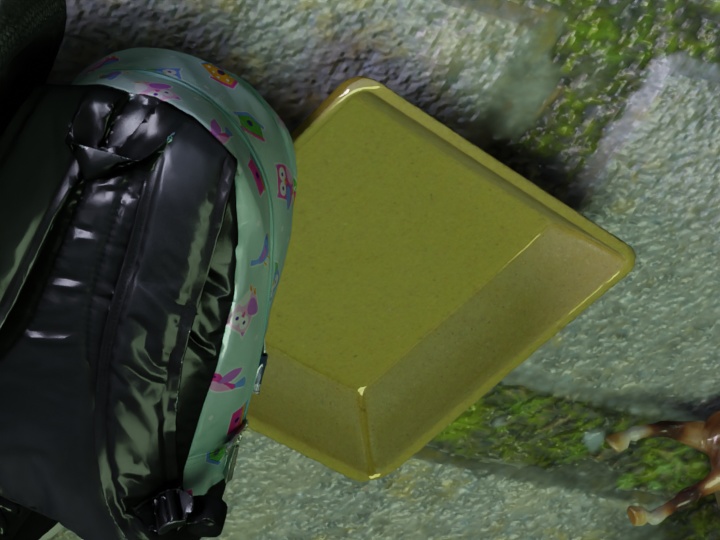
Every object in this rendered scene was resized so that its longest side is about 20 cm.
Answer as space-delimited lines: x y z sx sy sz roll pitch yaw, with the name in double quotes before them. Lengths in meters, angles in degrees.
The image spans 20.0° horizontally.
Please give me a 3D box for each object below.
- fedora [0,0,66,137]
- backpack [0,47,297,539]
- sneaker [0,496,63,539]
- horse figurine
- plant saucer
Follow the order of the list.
"fedora" -0.206 -0.055 0.839 0.091 0.201 0.201 34 123 0
"backpack" -0.107 0.004 0.884 0.165 0.127 0.202 20 110 3
"sneaker" -0.183 0.104 0.975 0.073 0.200 0.112 29 120 5
"horse figurine" 0.212 0.142 1.170 0.131 0.050 0.202 -19 116 -16
"plant saucer" 0.000 0.000 1.003 0.199 0.049 0.200 29 119 -36
